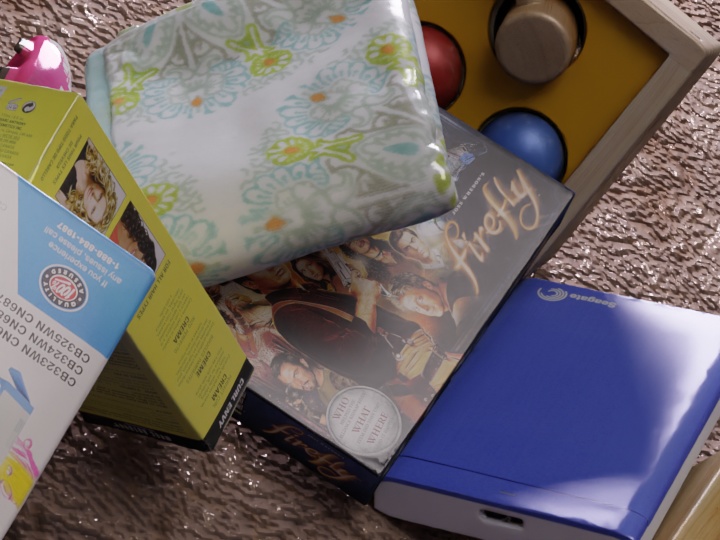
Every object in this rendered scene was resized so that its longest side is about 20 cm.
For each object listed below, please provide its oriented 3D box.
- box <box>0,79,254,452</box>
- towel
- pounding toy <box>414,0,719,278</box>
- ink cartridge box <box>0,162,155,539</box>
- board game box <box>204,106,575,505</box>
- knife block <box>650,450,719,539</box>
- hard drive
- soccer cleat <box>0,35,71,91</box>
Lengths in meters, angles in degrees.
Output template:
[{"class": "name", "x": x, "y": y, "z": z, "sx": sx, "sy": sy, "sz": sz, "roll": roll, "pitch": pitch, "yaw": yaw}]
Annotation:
[{"class": "box", "x": -0.117, "y": 0.000, "z": 1.000, "sx": 0.075, "sy": 0.200, "sz": 0.050, "roll": 11, "pitch": 60, "yaw": 30}, {"class": "towel", "x": -0.049, "y": -0.074, "z": 1.150, "sx": 0.200, "sy": 0.171, "sz": 0.048, "roll": -99, "pitch": 168, "yaw": -49}, {"class": "pounding toy", "x": 0.081, "y": -0.131, "z": 1.257, "sx": 0.184, "sy": 0.200, "sz": 0.142, "roll": 40, "pitch": 14, "yaw": 6}, {"class": "ink cartridge box", "x": -0.193, "y": 0.058, "z": 0.888, "sx": 0.128, "sy": 0.125, "sz": 0.200, "roll": 36, "pitch": 64, "yaw": -17}, {"class": "board game box", "x": 0.000, "y": 0.000, "z": 1.165, "sx": 0.135, "sy": 0.035, "sz": 0.200, "roll": 32, "pitch": 57, "yaw": 6}, {"class": "knife block", "x": 0.125, "y": 0.170, "z": 1.094, "sx": 0.175, "sy": 0.064, "sz": 0.201, "roll": 14, "pitch": 55, "yaw": -35}, {"class": "hard drive", "x": 0.106, "y": 0.072, "z": 1.191, "sx": 0.131, "sy": 0.025, "sz": 0.200, "roll": 12, "pitch": 33, "yaw": 21}, {"class": "soccer cleat", "x": -0.160, "y": -0.025, "z": 1.114, "sx": 0.086, "sy": 0.070, "sz": 0.200, "roll": 34, "pitch": 42, "yaw": -19}]
